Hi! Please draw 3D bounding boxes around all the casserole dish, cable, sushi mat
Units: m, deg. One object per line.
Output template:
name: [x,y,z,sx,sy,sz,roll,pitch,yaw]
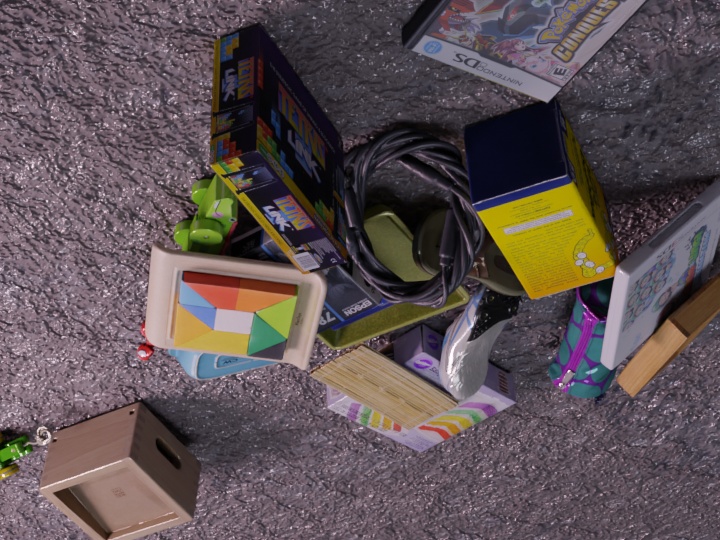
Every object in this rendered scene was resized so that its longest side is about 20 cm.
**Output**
casserole dish: [-0.139,0.088,1.793,0.200,0.039,0.121,-12,152,-17]
cable: [0.056,-0.054,1.576,0.163,0.051,0.200,-23,98,13]
sushi mat: [0.033,0.153,1.883,0.096,0.012,0.200,-28,136,32]

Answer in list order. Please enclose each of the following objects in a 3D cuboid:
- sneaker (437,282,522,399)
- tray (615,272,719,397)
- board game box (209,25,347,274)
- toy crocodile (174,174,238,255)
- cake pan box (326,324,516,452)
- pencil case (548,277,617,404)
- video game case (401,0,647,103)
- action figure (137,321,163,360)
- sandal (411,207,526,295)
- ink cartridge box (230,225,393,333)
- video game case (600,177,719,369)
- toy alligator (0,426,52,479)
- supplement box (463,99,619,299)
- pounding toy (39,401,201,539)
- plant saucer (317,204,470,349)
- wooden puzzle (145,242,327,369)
sneaker: [0.143,0.067,1.796,0.072,0.072,0.200,0,124,-35]
tray: [0.392,0.083,1.806,0.099,0.037,0.200,-38,167,-24]
board game box: [-0.079,-0.118,1.451,0.057,0.166,0.200,-15,143,19]
toy crocodile: [-0.171,-0.043,1.632,0.062,0.068,0.200,9,144,-17]
cake pan box: [0.079,0.162,1.951,0.184,0.052,0.200,-33,134,31]
pencil case: [0.297,0.084,1.827,0.085,0.092,0.200,37,148,21]
video game case: [0.167,-0.257,1.401,0.180,0.026,0.200,17,140,-26]
action figure: [-0.216,0.062,1.792,0.065,0.052,0.200,21,140,-37]
sandal: [0.140,-0.023,1.671,0.201,0.080,0.057,15,170,-37]
ink cartridge box: [-0.050,0.014,1.659,0.099,0.039,0.200,-26,132,26]
video game case: [0.356,0.007,1.690,0.182,0.024,0.200,-39,152,-22]
toy alligator: [-0.494,0.256,2.033,0.200,0.059,0.054,-25,-179,25]
supplement box: [0.201,-0.074,1.584,0.109,0.109,0.200,-16,143,18]
pounding toy: [-0.334,0.292,2.047,0.184,0.142,0.200,-20,130,21]
plant saucer: [0.000,0.000,1.717,0.200,0.048,0.200,-21,138,24]
wooden puzzle: [-0.147,0.049,1.653,0.200,0.037,0.185,11,142,-4]
